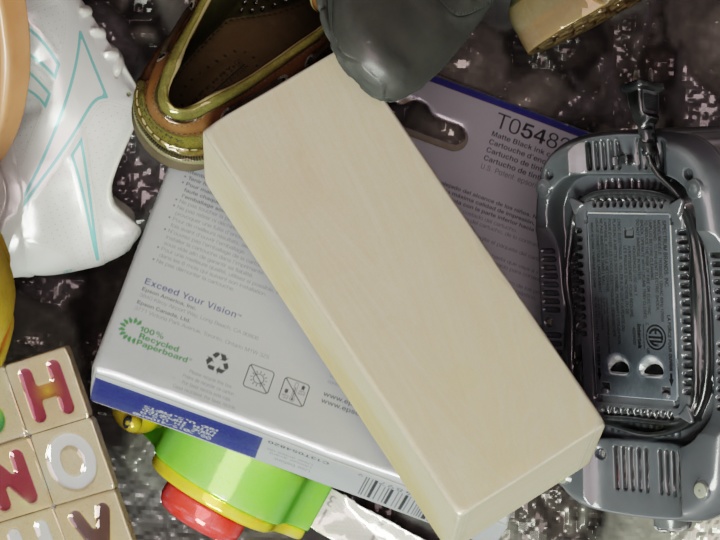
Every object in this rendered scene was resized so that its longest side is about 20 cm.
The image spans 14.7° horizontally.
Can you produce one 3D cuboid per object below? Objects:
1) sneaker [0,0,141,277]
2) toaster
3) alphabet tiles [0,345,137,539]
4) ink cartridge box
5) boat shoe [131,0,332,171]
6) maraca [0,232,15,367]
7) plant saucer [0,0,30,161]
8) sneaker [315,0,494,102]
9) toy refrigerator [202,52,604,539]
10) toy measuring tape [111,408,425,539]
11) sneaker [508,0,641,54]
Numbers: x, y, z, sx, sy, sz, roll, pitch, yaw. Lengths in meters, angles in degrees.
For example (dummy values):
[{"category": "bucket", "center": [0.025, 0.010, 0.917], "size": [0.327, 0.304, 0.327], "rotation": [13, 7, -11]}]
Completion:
[{"category": "sneaker", "center": [-0.140, -0.096, 1.269], "size": [0.080, 0.070, 0.202], "rotation": [-4, 101, -5]}, {"category": "toaster", "center": [0.154, 0.009, 1.230], "size": [0.113, 0.129, 0.202], "rotation": [0, 97, 45]}, {"category": "alphabet tiles", "center": [-0.198, 0.107, 1.268], "size": [0.199, 0.008, 0.168], "rotation": [-17, 94, 25]}, {"category": "ink cartridge box", "center": [0.000, 0.000, 1.267], "size": [0.198, 0.041, 0.201], "rotation": [21, 64, -1]}, {"category": "boat shoe", "center": [-0.023, -0.128, 1.241], "size": [0.072, 0.068, 0.200], "rotation": [36, 75, 2]}, {"category": "maraca", "center": [-0.219, 0.015, 1.204], "size": [0.106, 0.199, 0.138], "rotation": [2, 84, -39]}, {"category": "plant saucer", "center": [-0.215, -0.125, 1.222], "size": [0.199, 0.032, 0.202], "rotation": [20, 123, 33]}, {"category": "sneaker", "center": [0.050, -0.158, 1.207], "size": [0.076, 0.091, 0.201], "rotation": [42, 58, -21]}, {"category": "toy refrigerator", "center": [0.016, 0.013, 1.199], "size": [0.076, 0.070, 0.201], "rotation": [-31, 75, -12]}, {"category": "toy measuring tape", "center": [-0.026, 0.106, 1.277], "size": [0.199, 0.074, 0.074], "rotation": [30, 93, -2]}, {"category": "sneaker", "center": [0.141, -0.184, 1.265], "size": [0.199, 0.067, 0.090], "rotation": [-31, 86, 1]}]
